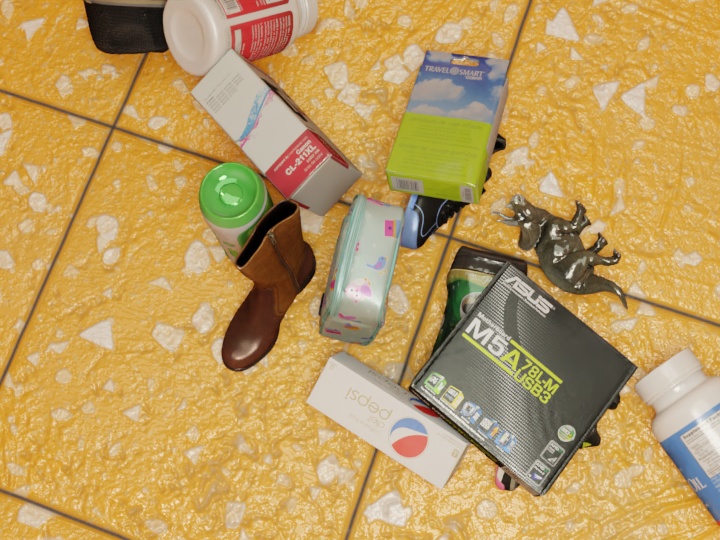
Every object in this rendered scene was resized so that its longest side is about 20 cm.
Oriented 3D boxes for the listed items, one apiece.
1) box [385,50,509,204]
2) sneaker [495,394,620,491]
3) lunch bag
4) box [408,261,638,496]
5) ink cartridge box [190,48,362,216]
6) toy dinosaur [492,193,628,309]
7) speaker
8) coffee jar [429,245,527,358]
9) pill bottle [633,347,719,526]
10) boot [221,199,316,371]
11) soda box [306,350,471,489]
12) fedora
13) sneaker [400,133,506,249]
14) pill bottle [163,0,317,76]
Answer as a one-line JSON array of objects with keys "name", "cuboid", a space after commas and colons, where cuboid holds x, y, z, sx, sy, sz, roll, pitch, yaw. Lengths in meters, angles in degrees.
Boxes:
[{"name": "box", "cuboid": [0.116, -0.187, 1.357, 0.121, 0.048, 0.202, 10, 62, 16]}, {"name": "sneaker", "cuboid": [0.243, 0.196, 1.276, 0.087, 0.074, 0.200, 37, 74, 19]}, {"name": "lunch bag", "cuboid": [0.000, 0.000, 1.290, 0.076, 0.200, 0.162, 12, 75, -4]}, {"name": "box", "cuboid": [0.189, 0.126, 1.234, 0.200, 0.048, 0.194, 40, 79, 7]}, {"name": "ink cartridge box", "cuboid": [-0.107, -0.176, 1.366, 0.083, 0.146, 0.200, -45, 75, 8]}, {"name": "toy dinosaur", "cuboid": [0.267, -0.020, 1.351, 0.102, 0.077, 0.201, -36, 79, 5]}, {"name": "speaker", "cuboid": [-0.145, -0.064, 1.313, 0.087, 0.200, 0.090, -1, 73, 3]}, {"name": "coffee jar", "cuboid": [0.144, 0.074, 1.313, 0.103, 0.085, 0.202, 14, 76, 6]}, {"name": "pill bottle", "cuboid": [0.416, 0.196, 1.246, 0.112, 0.112, 0.201, -32, 73, -6]}, {"name": "boot", "cuboid": [-0.120, 0.025, 1.286, 0.068, 0.200, 0.189, 40, 80, 13]}, {"name": "soda box", "cuboid": [0.038, 0.181, 1.291, 0.199, 0.064, 0.069, 31, 101, 11]}, {"name": "fedora", "cuboid": [-0.311, -0.345, 1.447, 0.198, 0.201, 0.093, 4, 107, 5]}, {"name": "sneaker", "cuboid": [0.121, -0.108, 1.377, 0.077, 0.070, 0.201, 23, 75, 17]}, {"name": "pill bottle", "cuboid": [-0.154, -0.335, 1.404, 0.199, 0.113, 0.112, -28, 70, -41]}]
